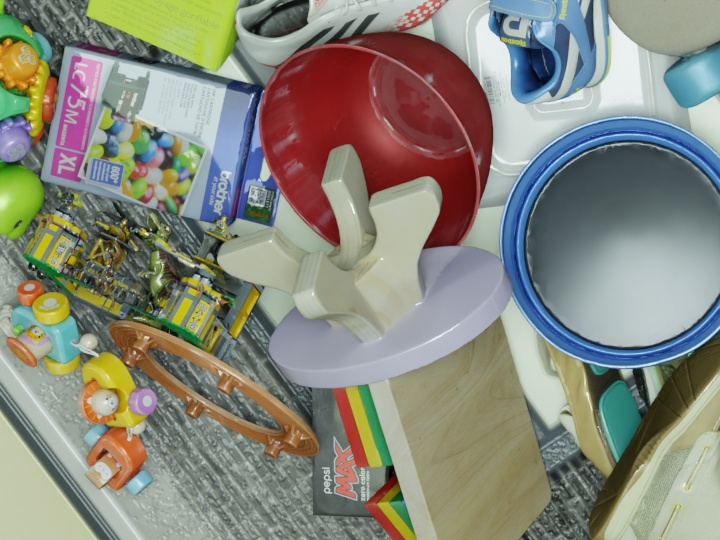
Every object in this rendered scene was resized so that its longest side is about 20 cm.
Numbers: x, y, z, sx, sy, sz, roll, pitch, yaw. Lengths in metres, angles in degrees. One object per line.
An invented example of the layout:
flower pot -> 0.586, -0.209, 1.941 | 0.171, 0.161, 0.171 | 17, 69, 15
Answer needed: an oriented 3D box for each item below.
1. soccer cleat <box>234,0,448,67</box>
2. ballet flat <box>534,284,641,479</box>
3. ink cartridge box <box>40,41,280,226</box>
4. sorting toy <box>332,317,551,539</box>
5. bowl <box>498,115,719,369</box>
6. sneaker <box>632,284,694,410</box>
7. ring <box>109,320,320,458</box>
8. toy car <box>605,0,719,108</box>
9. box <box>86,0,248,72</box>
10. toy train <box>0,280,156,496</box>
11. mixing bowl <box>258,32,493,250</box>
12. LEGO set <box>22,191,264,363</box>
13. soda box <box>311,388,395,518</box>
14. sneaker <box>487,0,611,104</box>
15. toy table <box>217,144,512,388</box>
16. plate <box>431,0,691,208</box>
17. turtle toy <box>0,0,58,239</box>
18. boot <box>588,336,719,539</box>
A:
soccer cleat -> -0.007, -0.220, 1.635 | 0.200, 0.085, 0.069 | -20, 74, 14
ballet flat -> 0.188, 0.095, 1.702 | 0.063, 0.069, 0.200 | -11, 98, 38
ink cartridge box -> -0.160, -0.110, 1.710 | 0.200, 0.042, 0.120 | 14, 104, 3
sorting toy -> 0.063, 0.141, 1.655 | 0.069, 0.200, 0.199 | -9, 105, 31
bowl -> 0.212, -0.021, 1.620 | 0.200, 0.039, 0.201 | -1, 86, 12
sneaker -> 0.275, 0.092, 1.683 | 0.088, 0.077, 0.200 | -16, 106, 0
ring -> -0.123, 0.103, 1.676 | 0.200, 0.200, 0.019 | 30, 73, 1
toy car -> 0.297, -0.259, 1.568 | 0.200, 0.177, 0.185 | -36, 97, -27
box -> -0.137, -0.270, 1.634 | 0.122, 0.048, 0.200 | 24, 126, 2
toy train -> -0.246, 0.107, 1.723 | 0.200, 0.056, 0.150 | 49, 145, 1
mixing bowl -> 0.030, -0.114, 1.629 | 0.200, 0.108, 0.200 | 19, 131, 23
LEGO set -> -0.161, -0.014, 1.645 | 0.200, 0.154, 0.116 | 22, 77, 26
soda box -> -0.004, 0.105, 1.720 | 0.071, 0.063, 0.200 | 1, 102, 8
sneaker -> 0.140, -0.215, 1.556 | 0.082, 0.074, 0.200 | -31, 125, -29
toy table -> 0.000, 0.000, 1.549 | 0.200, 0.184, 0.117 | -24, 122, 14
plate -> 0.163, -0.155, 1.659 | 0.200, 0.032, 0.200 | -7, 101, 10
turtle toy -> -0.302, -0.124, 1.676 | 0.101, 0.146, 0.200 | 8, 104, -2
boot -> 0.294, 0.163, 1.626 | 0.154, 0.072, 0.200 | 28, 107, -9
